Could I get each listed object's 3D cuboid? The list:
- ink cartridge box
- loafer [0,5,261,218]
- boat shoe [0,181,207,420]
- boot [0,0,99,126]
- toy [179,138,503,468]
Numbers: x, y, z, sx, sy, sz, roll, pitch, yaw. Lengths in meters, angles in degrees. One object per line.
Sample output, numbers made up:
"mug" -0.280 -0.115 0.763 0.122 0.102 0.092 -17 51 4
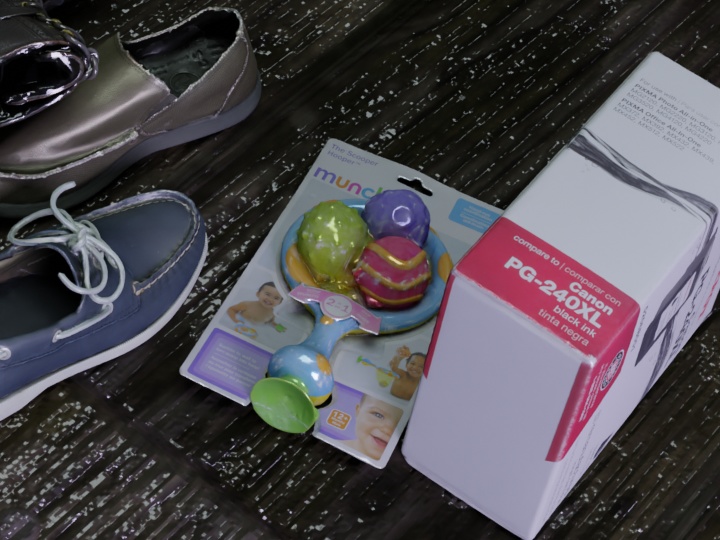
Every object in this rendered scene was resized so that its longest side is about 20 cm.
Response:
"ink cartridge box" 0.116 0.010 0.951 0.083 0.146 0.200 32 51 18
"loafer" -0.139 -0.095 1.041 0.199 0.070 0.075 -30 61 -31
"boat shoe" -0.153 0.008 0.956 0.199 0.062 0.075 -31 59 -32
"boot" -0.181 -0.132 1.028 0.199 0.070 0.174 -29 35 -19
"toy" 0.000 0.000 1.002 0.114 0.047 0.201 24 50 7
